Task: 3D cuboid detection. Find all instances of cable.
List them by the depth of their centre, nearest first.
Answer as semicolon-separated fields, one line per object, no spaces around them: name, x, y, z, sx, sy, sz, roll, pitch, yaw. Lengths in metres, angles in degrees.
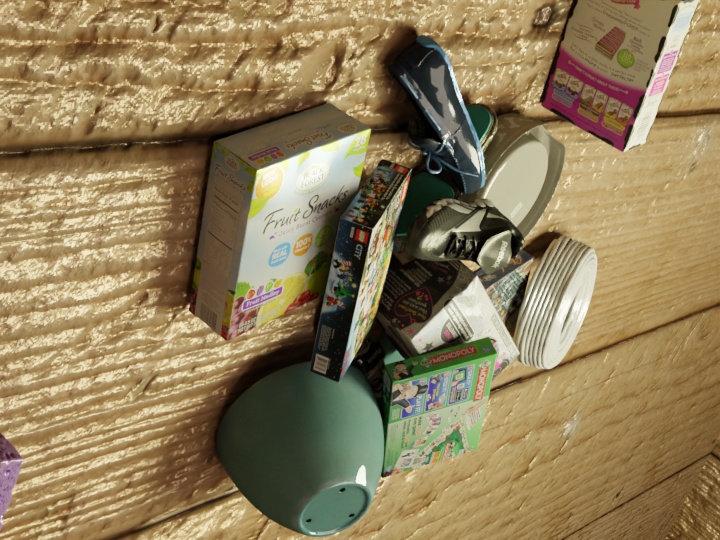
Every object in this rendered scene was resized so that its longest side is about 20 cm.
cable;0.287;0.051;1.888;0.200;0.068;0.202;-41;148;-53

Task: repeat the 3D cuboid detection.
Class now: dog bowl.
dog bowl;0.177;-0.108;1.620;0.199;0.058;0.202;-36;146;-29

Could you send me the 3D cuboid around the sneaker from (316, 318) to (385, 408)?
sneaker;0.002;0.107;1.551;0.074;0.088;0.201;-38;145;-24

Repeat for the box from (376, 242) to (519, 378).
box;0.093;0.060;1.560;0.115;0.132;0.200;-43;143;-5

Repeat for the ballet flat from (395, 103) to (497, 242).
ballet flat;0.098;-0.105;1.507;0.201;0.067;0.075;-54;162;-9

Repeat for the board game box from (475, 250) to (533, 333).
board game box;0.158;0.065;1.789;0.199;0.034;0.137;-30;142;-38

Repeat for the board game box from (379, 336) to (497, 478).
board game box;0.088;0.168;1.539;0.133;0.029;0.202;-14;141;-16

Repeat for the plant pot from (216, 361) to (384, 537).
plant pot;-0.053;0.223;1.469;0.197;0.135;0.202;-15;137;-15

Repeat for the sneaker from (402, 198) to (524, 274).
sneaker;0.126;-0.036;1.446;0.199;0.090;0.067;-11;132;-56

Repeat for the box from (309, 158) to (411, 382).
box;0.000;0.000;1.372;0.137;0.037;0.202;-57;163;-53

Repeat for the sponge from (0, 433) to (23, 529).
sponge;-0.358;0.215;1.104;0.030;0.111;0.202;-6;124;-54

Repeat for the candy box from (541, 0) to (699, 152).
candy box;0.319;-0.270;1.587;0.061;0.136;0.202;-23;138;-45

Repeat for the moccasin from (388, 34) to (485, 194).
moccasin;0.078;-0.163;1.404;0.068;0.080;0.201;-33;124;-11

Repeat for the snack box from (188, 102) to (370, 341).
snack box;-0.082;-0.050;1.287;0.168;0.067;0.202;-26;138;-43

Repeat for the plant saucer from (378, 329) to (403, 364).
plant saucer;0.065;0.047;1.653;0.069;0.019;0.202;-12;130;-50
